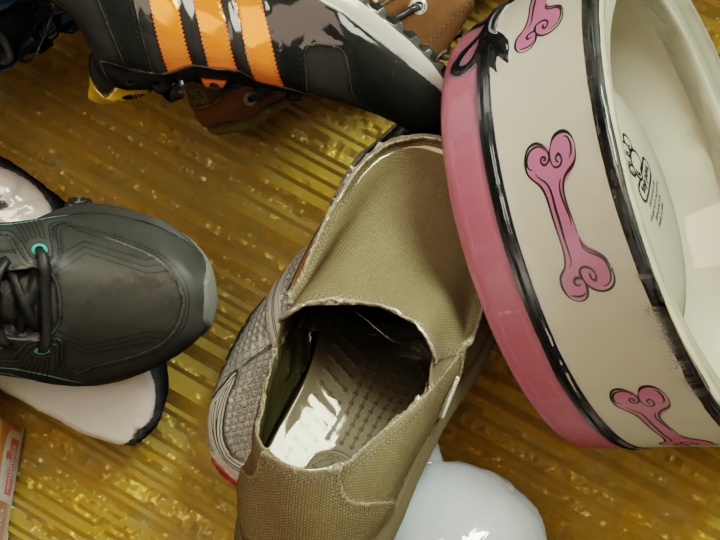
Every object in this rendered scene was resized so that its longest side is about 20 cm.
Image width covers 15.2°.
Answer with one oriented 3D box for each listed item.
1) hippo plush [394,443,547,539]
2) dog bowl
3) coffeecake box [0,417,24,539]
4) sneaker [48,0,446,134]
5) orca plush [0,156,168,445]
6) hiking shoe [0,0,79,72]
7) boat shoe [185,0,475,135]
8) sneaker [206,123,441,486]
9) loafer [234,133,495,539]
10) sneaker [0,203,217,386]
[{"bbox_3d":[-0.012,0.133,1.010,0.159,0.200,0.161,32,76,-3],"label":"hippo plush"},{"bbox_3d":[0.097,-0.021,1.019,0.074,0.200,0.200,-17,72,22],"label":"dog bowl"},{"bbox_3d":[-0.241,0.070,1.062,0.153,0.200,0.073,5,78,15],"label":"coffeecake box"},{"bbox_3d":[-0.061,-0.092,1.040,0.200,0.070,0.090,32,93,-5],"label":"sneaker"},{"bbox_3d":[-0.155,-0.007,1.138,0.200,0.071,0.105,29,108,7],"label":"orca plush"},{"bbox_3d":[-0.126,-0.118,1.097,0.200,0.074,0.087,-15,48,12],"label":"hiking shoe"},{"bbox_3d":[0.015,-0.117,1.129,0.200,0.072,0.068,-20,102,-1],"label":"boat shoe"},{"bbox_3d":[0.000,0.000,1.088,0.078,0.082,0.200,32,85,18],"label":"sneaker"},{"bbox_3d":[0.009,0.024,0.979,0.076,0.067,0.200,13,56,6],"label":"loafer"},{"bbox_3d":[-0.157,0.016,1.064,0.200,0.079,0.076,-1,100,13],"label":"sneaker"}]
